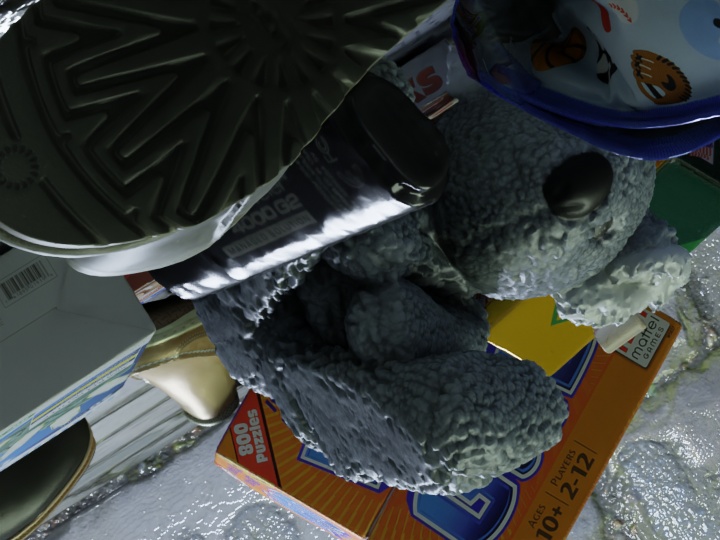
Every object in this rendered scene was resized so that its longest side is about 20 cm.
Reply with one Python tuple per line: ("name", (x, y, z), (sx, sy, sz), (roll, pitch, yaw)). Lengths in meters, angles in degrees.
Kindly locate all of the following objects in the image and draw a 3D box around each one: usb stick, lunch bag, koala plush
("usb stick", (-0.033, -0.028, 0.875), (0.033, 0.056, 0.200), (-45, -168, -28))
("lunch bag", (0.147, -0.123, 0.867), (0.170, 0.124, 0.200), (-29, -171, -33))
("koala plush", (0.042, -0.023, 1.020), (0.200, 0.178, 0.184), (-31, -172, -25))

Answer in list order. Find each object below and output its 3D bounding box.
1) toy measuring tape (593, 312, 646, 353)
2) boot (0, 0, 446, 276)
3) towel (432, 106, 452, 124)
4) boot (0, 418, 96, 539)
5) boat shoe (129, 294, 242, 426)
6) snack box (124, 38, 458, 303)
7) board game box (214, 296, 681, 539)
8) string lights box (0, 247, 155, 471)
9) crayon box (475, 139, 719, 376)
("toy measuring tape", (0.088, -0.032, 1.159), (0.073, 0.074, 0.200), (-32, -154, 8))
("boot", (-0.058, -0.040, 0.686), (0.181, 0.073, 0.200), (-31, -177, -28))
("towel", (0.083, -0.100, 1.280), (0.132, 0.035, 0.200), (-32, 175, -16))
("boot", (-0.230, 0.122, 1.331), (0.200, 0.078, 0.138), (-32, 172, -19))
("boat shoe", (-0.089, 0.050, 1.370), (0.071, 0.077, 0.200), (-11, -179, 15))
("snack box", (-0.039, -0.040, 1.108), (0.199, 0.024, 0.072), (-33, 178, 1))
("board game box", (0.045, 0.077, 1.469), (0.200, 0.199, 0.200), (-60, 180, -7))
("string lights box", (-0.148, 0.041, 0.995), (0.103, 0.059, 0.200), (-33, 177, -13))
("crayon box", (0.123, -0.034, 1.269), (0.200, 0.051, 0.127), (-45, -156, 41))
